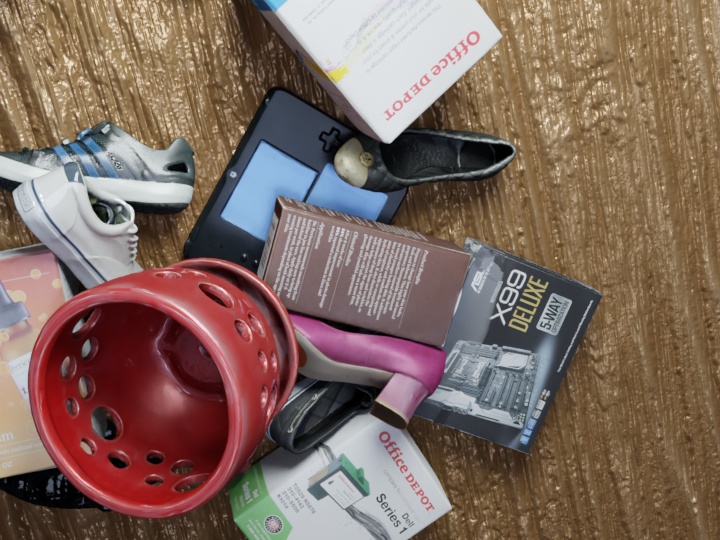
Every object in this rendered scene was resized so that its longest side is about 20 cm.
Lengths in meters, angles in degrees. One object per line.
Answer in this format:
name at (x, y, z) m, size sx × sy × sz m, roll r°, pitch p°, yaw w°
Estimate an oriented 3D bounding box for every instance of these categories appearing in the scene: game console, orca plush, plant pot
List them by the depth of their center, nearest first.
plant pot at (-0.164, 0.091, 0.879) m, size 0.198 × 0.182 × 0.202 m, roll 3°, pitch 104°, yaw 13°
orca plush at (-0.291, 0.209, 1.012) m, size 0.198 × 0.071 × 0.106 m, roll 10°, pitch 102°, yaw -15°
game console at (-0.061, -0.060, 1.013) m, size 0.176 × 0.031 × 0.201 m, roll 28°, pitch 97°, yaw -18°

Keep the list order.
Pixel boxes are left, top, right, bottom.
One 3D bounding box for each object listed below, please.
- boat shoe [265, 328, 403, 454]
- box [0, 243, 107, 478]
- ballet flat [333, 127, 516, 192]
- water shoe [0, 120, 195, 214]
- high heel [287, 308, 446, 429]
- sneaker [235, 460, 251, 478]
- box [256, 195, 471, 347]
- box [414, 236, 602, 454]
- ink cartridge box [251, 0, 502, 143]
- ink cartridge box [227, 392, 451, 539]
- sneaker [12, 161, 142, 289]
boat shoe at (-0.010, 0.122, 1.033) m, size 0.199 × 0.066 × 0.070 m, roll -32°, pitch 127°, yaw -19°
box at (-0.337, 0.085, 0.936) m, size 0.151 × 0.106 × 0.202 m, roll -12°, pitch 99°, yaw -9°
ballet flat at (0.065, -0.118, 0.989) m, size 0.198 × 0.057 × 0.067 m, roll -8°, pitch 85°, yaw -27°
water shoe at (-0.259, -0.104, 0.949) m, size 0.198 × 0.071 × 0.080 m, roll 8°, pitch 79°, yaw -17°
high heel at (-0.012, 0.071, 0.995) m, size 0.199 × 0.068 × 0.096 m, roll 36°, pitch 56°, yaw 2°
sneaker at (-0.128, 0.121, 1.024) m, size 0.097 × 0.071 × 0.202 m, roll -11°, pitch 105°, yaw -7°
box at (0.000, 0.000, 0.990) m, size 0.198 × 0.075 × 0.101 m, roll 15°, pitch 100°, yaw -12°
box at (0.152, 0.083, 1.089) m, size 0.157 × 0.050 × 0.201 m, roll 21°, pitch 99°, yaw -17°
ink cartridge box at (0.000, -0.245, 0.917) m, size 0.147 × 0.145 × 0.200 m, roll -41°, pitch 109°, yaw 1°
ink cartridge box at (-0.022, 0.245, 1.075) m, size 0.199 × 0.084 × 0.147 m, roll -34°, pitch 110°, yaw -1°
sneaker at (-0.236, -0.027, 0.916) m, size 0.070 × 0.073 × 0.200 m, roll -26°, pitch 151°, yaw 4°
